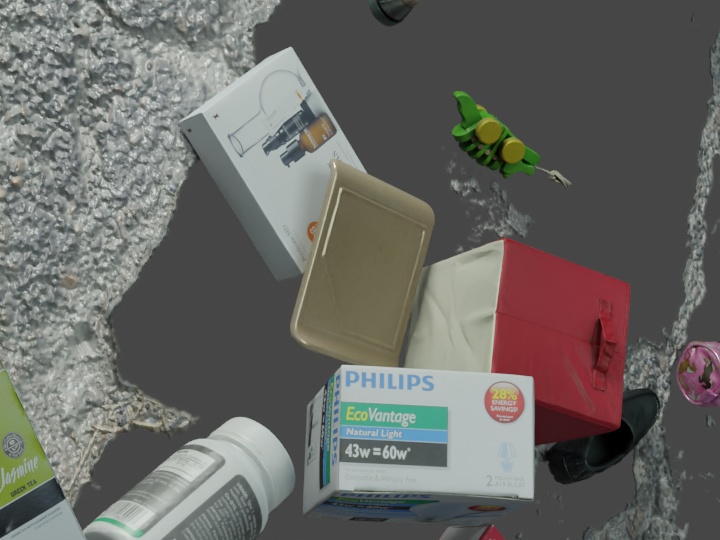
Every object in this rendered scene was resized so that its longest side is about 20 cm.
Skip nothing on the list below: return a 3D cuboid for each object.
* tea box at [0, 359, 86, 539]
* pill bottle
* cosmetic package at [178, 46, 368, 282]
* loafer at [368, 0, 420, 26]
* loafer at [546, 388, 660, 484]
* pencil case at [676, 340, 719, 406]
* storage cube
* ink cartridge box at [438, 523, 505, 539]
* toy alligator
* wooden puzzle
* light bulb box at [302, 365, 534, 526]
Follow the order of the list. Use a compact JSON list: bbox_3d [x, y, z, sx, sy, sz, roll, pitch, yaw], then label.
[{"bbox_3d":[-0.372,0.194,1.381,0.200,0.133,0.197,-28,98,-41],"label":"tea box"},{"bbox_3d":[-0.158,0.231,1.564,0.200,0.113,0.113,-38,104,-39],"label":"pill bottle"},{"bbox_3d":[-0.081,-0.113,1.757,0.151,0.052,0.200,-42,107,-36],"label":"cosmetic package"},{"bbox_3d":[0.069,-0.373,1.937,0.072,0.063,0.201,33,60,-29],"label":"loafer"},{"bbox_3d":[0.304,0.197,1.987,0.200,0.070,0.068,-28,98,-40],"label":"loafer"},{"bbox_3d":[0.498,0.136,2.159,0.199,0.086,0.083,4,108,-39],"label":"pencil case"},{"bbox_3d":[0.168,0.083,1.823,0.179,0.200,0.172,19,68,-29],"label":"storage cube"},{"bbox_3d":[0.138,0.394,1.790,0.200,0.085,0.148,51,52,-17],"label":"ink cartridge box"},{"bbox_3d":[0.169,-0.138,1.973,0.200,0.059,0.054,37,100,-29],"label":"toy alligator"},{"bbox_3d":[0.000,0.000,1.768,0.185,0.037,0.201,22,76,-51],"label":"wooden puzzle"},{"bbox_3d":[0.054,0.178,1.655,0.197,0.200,0.125,4,74,-10],"label":"light bulb box"}]
